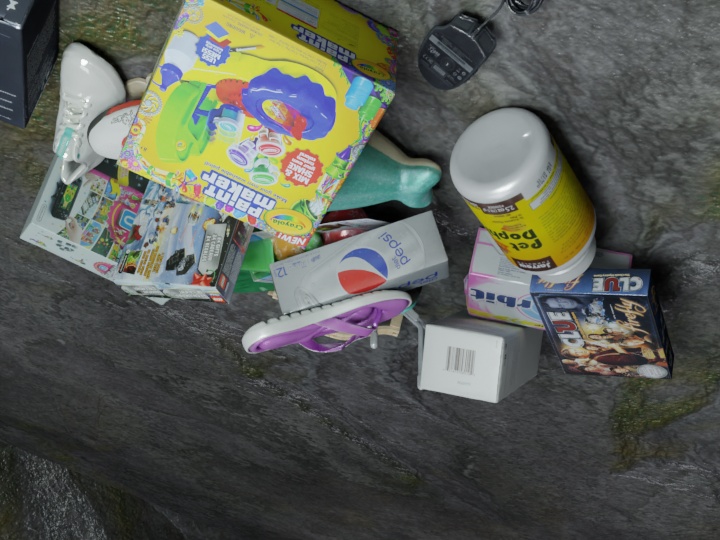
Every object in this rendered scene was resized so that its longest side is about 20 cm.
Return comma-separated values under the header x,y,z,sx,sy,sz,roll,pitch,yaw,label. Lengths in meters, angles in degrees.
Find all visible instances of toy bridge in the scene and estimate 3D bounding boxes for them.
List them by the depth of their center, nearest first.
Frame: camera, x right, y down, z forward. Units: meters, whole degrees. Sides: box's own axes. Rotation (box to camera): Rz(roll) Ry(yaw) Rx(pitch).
x,y,z,sx,sy,sz,roll,pitch,yaw,label
-0.038,0.060,1.601,0.196,0.068,0.027,17,155,-2,toy bridge

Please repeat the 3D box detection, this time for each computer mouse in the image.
x,y,z,sx,sy,sz,roll,pitch,yaw,label
0.112,-0.227,1.001,0.058,0.034,0.200,39,144,-8,computer mouse

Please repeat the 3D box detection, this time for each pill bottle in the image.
x,y,z,sx,sy,sz,roll,pitch,yaw,label
0.178,-0.070,1.169,0.108,0.111,0.200,-2,149,33,pill bottle

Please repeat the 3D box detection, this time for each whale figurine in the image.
x,y,z,sx,sy,sz,roll,pitch,yaw,label
-0.014,-0.104,1.220,0.197,0.105,0.160,19,154,-1,whale figurine

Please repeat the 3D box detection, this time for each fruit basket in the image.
x,y,z,sx,sy,sz,roll,pitch,yaw,label
-0.046,-0.034,1.346,0.196,0.096,0.185,-1,177,21,fruit basket

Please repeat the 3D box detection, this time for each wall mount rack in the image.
x,y,z,sx,sy,sz,roll,pitch,yaw,label
0.029,0.061,1.486,0.200,0.075,0.174,42,180,-41,wall mount rack

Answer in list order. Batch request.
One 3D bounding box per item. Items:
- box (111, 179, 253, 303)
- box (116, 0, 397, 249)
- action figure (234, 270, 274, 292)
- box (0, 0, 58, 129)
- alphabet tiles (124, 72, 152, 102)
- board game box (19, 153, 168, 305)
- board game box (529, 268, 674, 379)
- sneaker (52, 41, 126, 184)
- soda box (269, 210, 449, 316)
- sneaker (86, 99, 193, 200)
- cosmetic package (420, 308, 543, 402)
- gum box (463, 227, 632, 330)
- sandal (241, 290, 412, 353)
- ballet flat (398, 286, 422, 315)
x,y,z,sx,sy,sz,roll,pitch,yaw,label
-0.182,-0.064,1.253,0.135,0.203,0.040,4,152,24,box
-0.094,-0.162,1.048,0.197,0.123,0.194,23,125,-14,box
-0.170,-0.003,1.569,0.198,0.055,0.118,-1,151,46,action figure
-0.392,-0.257,1.141,0.146,0.106,0.200,20,153,-8,box
-0.205,-0.162,1.323,0.197,0.015,0.195,-6,146,37,alphabet tiles
-0.305,-0.069,1.413,0.198,0.150,0.064,27,150,-22,board game box
0.284,0.064,1.304,0.133,0.035,0.201,1,149,25,board game box
-0.318,-0.169,1.276,0.074,0.089,0.201,28,150,7,sneaker
0.000,0.000,1.275,0.197,0.064,0.068,-18,163,0,soda box
-0.208,-0.127,1.218,0.197,0.109,0.068,-5,141,5,sneaker
0.160,0.102,1.439,0.106,0.087,0.199,8,-173,24,cosmetic package
0.222,0.018,1.365,0.196,0.067,0.114,11,153,10,gum box
-0.034,0.071,1.260,0.199,0.051,0.083,-13,163,-14,sandal
0.053,0.002,1.396,0.067,0.069,0.200,-24,-175,10,ballet flat
